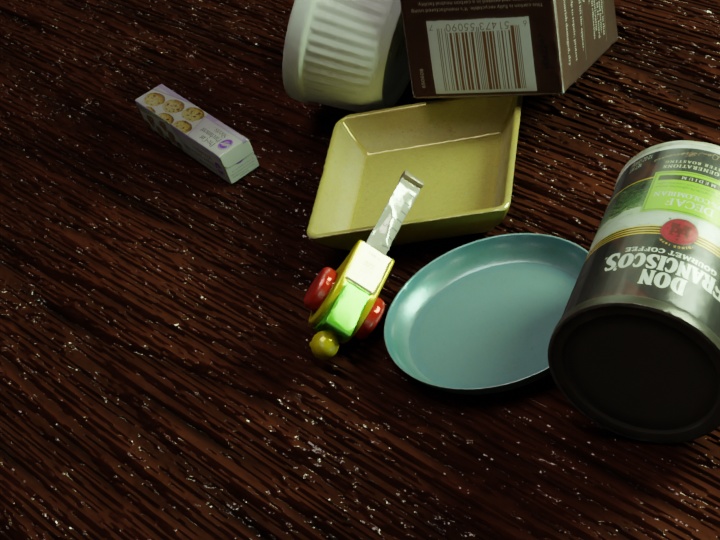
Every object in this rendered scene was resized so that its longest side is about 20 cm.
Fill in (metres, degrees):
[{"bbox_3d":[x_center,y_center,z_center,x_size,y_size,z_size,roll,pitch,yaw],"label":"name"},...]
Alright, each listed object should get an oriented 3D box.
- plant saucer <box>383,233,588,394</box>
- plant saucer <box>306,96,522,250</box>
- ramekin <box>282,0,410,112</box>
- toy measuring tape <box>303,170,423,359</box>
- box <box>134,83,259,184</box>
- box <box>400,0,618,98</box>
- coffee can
[{"bbox_3d":[0.119,0.041,1.467,0.199,0.028,0.201,-13,38,11],"label":"plant saucer"},{"bbox_3d":[0.061,-0.090,1.643,0.199,0.049,0.201,-8,38,17],"label":"plant saucer"},{"bbox_3d":[0.005,-0.259,1.765,0.104,0.201,0.201,20,48,11],"label":"ramekin"},{"bbox_3d":[0.000,0.000,1.529,0.073,0.074,0.201,7,55,32],"label":"toy measuring tape"},{"bbox_3d":[-0.181,-0.152,1.846,0.041,0.039,0.200,-35,39,-17],"label":"box"},{"bbox_3d":[0.149,-0.280,1.699,0.165,0.165,0.200,0,23,25],"label":"box"},{"bbox_3d":[0.246,0.015,1.339,0.145,0.147,0.200,1,41,27],"label":"coffee can"}]
